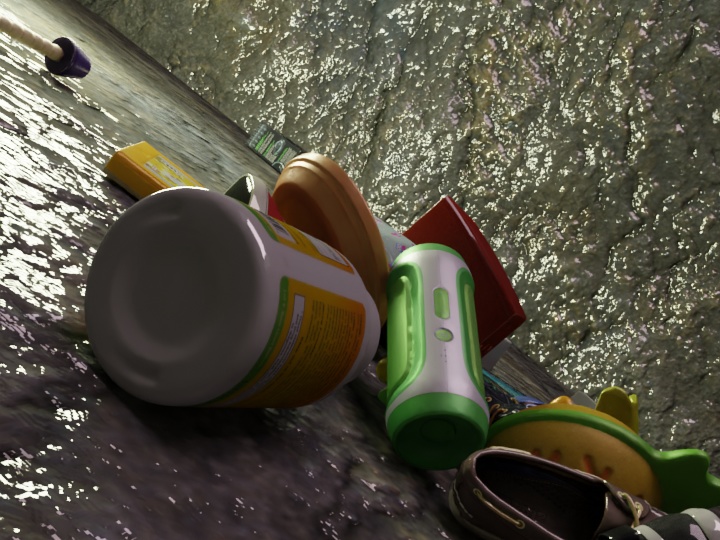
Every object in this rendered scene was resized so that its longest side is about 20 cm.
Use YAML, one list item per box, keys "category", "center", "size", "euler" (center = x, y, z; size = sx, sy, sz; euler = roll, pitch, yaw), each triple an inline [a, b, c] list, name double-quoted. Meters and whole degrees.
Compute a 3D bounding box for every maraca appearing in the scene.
- category: "maraca"
  center: [0.192, 0.174, 0.666]
  size: [0.199, 0.138, 0.107]
  euler: [10, 37, 16]

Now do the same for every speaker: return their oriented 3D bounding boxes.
- category: "speaker"
  center: [0.062, 0.067, 0.701]
  size: [0.088, 0.088, 0.201]
  euler: [35, 33, -25]

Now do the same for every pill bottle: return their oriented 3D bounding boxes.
- category: "pill bottle"
  center: [-0.059, 0.027, 0.494]
  size: [0.111, 0.111, 0.200]
  euler: [40, 6, 23]

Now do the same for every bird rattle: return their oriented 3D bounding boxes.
- category: "bird rattle"
  center: [0.247, 0.212, 0.828]
  size: [0.163, 0.112, 0.201]
  euler: [41, 28, -37]

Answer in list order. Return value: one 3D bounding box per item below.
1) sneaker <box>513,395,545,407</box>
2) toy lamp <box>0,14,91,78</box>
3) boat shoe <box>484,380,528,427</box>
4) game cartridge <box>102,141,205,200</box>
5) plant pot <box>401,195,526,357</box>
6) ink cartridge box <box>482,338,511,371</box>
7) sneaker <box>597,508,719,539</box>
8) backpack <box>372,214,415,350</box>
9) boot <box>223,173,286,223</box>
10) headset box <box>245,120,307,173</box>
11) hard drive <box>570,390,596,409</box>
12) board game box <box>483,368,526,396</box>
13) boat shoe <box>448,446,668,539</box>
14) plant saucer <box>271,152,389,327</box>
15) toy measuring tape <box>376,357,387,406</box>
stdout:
- category: "sneaker"
  center: [0.267, 0.235, 1.039]
  size: [0.200, 0.070, 0.078]
  euler: [39, -1, 2]
- category: "toy lamp"
  center: [-0.439, -0.309, 1.092]
  size: [0.058, 0.058, 0.200]
  euler: [40, 5, 23]
- category: "boat shoe"
  center: [0.147, 0.170, 0.887]
  size: [0.091, 0.071, 0.200]
  euler: [30, 2, 8]
- category: "game cartridge"
  center: [-0.178, -0.067, 0.904]
  size: [0.200, 0.033, 0.176]
  euler: [36, 6, -12]
- category: "plant pot"
  center: [0.122, 0.042, 1.153]
  size: [0.177, 0.200, 0.200]
  euler: [51, 10, 17]
- category: "ink cartridge box"
  center: [0.140, 0.082, 1.397]
  size: [0.200, 0.085, 0.145]
  euler: [36, 6, -31]
- category: "sneaker"
  center: [0.192, 0.254, 0.490]
  size: [0.073, 0.111, 0.201]
  euler: [91, -13, -61]
- category: "backpack"
  center: [0.000, 0.000, 0.992]
  size: [0.200, 0.127, 0.167]
  euler: [36, 8, 18]
- category: "boot"
  center: [-0.072, -0.003, 0.794]
  size: [0.144, 0.072, 0.200]
  euler: [35, 22, -33]
- category: "headset box"
  center: [-0.228, -0.348, 2.483]
  size: [0.200, 0.093, 0.174]
  euler: [40, 7, 27]
- category: "hard drive"
  center: [0.334, 0.242, 1.056]
  size: [0.132, 0.027, 0.200]
  euler: [45, -7, 36]
- category: "board game box"
  center: [0.244, 0.211, 1.296]
  size: [0.200, 0.028, 0.135]
  euler: [33, 7, -40]
- category: "boat shoe"
  center: [0.162, 0.179, 0.575]
  size: [0.199, 0.072, 0.060]
  euler: [20, -34, 10]
- category: "plant saucer"
  center: [-0.041, -0.020, 0.847]
  size: [0.200, 0.037, 0.201]
  euler: [41, -37, 41]
- category: "toy measuring tape"
  center: [0.098, 0.141, 0.754]
  size: [0.200, 0.074, 0.074]
  euler: [39, 6, 15]
